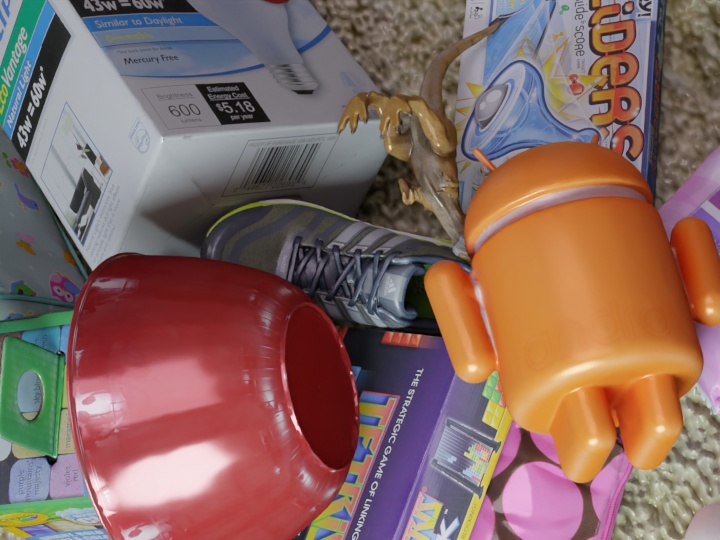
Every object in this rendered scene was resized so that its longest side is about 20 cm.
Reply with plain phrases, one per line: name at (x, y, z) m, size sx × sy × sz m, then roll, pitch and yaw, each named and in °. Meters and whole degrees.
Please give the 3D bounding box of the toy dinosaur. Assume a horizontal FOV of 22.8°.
toy dinosaur at (0.042, -0.087, 1.123) m, size 0.060 × 0.106 × 0.202 m, roll -27°, pitch 52°, yaw 35°

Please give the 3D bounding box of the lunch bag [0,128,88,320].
lunch bag at (-0.274, -0.025, 1.228) m, size 0.077 × 0.160 × 0.201 m, roll -43°, pitch 60°, yaw 21°

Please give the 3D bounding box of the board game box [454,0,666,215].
board game box at (0.132, -0.125, 1.183) m, size 0.134 × 0.034 × 0.202 m, roll -2°, pitch 68°, yaw 20°

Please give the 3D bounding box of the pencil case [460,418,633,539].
pencil case at (0.102, 0.175, 1.042) m, size 0.093 × 0.091 × 0.202 m, roll 5°, pitch 69°, yaw 31°

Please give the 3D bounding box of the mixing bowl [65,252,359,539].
mixing bowl at (-0.068, 0.077, 1.009) m, size 0.107 × 0.200 × 0.202 m, roll -14°, pitch 64°, yaw 22°

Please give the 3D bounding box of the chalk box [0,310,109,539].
chalk box at (-0.161, 0.100, 1.106) m, size 0.123 × 0.200 × 0.126 m, roll -7°, pitch 67°, yaw 18°

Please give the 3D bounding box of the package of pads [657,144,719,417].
package of pads at (0.246, -0.016, 1.073) m, size 0.200 × 0.076 × 0.121 m, roll -45°, pitch 63°, yaw -1°

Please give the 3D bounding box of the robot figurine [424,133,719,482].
robot figurine at (0.125, 0.014, 1.007) m, size 0.143 × 0.116 × 0.202 m, roll -27°, pitch 63°, yaw 27°

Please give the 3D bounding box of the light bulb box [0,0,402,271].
light bulb box at (-0.115, -0.113, 1.164) m, size 0.201 × 0.197 × 0.125 m, roll 53°, pitch 132°, yaw 29°

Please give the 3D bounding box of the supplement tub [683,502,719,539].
supplement tub at (0.271, 0.197, 0.944) m, size 0.198 × 0.132 × 0.133 m, roll 3°, pitch 70°, yaw 23°

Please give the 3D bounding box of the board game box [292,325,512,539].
board game box at (-0.003, 0.136, 1.074) m, size 0.165 × 0.056 × 0.202 m, roll 1°, pitch 66°, yaw 54°

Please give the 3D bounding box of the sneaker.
sneaker at (0.000, 0.000, 1.099) m, size 0.198 × 0.081 × 0.075 m, roll 7°, pitch 93°, yaw -14°
